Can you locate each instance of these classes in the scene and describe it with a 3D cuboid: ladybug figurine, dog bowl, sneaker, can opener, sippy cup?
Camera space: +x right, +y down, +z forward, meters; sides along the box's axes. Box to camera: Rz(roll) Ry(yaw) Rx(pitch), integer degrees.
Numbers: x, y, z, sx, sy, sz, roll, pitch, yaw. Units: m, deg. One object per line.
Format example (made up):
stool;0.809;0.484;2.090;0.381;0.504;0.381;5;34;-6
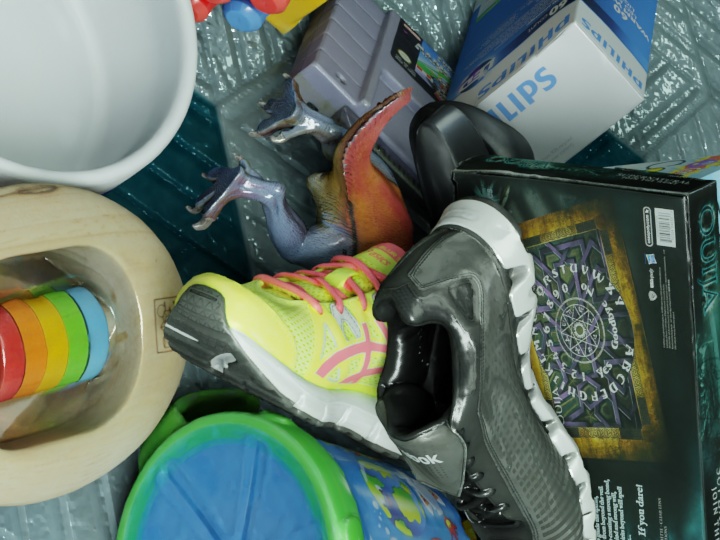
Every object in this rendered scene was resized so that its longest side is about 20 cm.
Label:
ladybug figurine;-0.154;0.031;1.025;0.199;0.071;0.137;-7;95;-52
dog bowl;-0.178;-0.116;1.094;0.199;0.079;0.202;22;54;-33
sneaker;-0.015;0.023;1.077;0.200;0.078;0.091;26;89;-57
can opener;0.066;0.009;1.193;0.078;0.063;0.202;-31;111;-43
sneaker;0.048;0.075;1.059;0.090;0.066;0.202;-32;115;-39
sippy cup;-0.021;0.136;1.071;0.130;0.139;0.180;10;72;-51

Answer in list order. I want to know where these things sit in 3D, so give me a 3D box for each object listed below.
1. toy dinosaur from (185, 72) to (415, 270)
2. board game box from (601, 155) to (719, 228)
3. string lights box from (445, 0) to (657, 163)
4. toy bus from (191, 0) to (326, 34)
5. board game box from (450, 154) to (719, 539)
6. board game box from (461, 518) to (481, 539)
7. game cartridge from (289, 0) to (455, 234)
toy dinosaur;0.000;0.000;1.147;0.181;0.199;0.105;40;73;-29
board game box;0.143;0.055;1.152;0.105;0.102;0.202;-22;104;-48
string lights box;0.106;-0.125;1.299;0.059;0.103;0.200;45;26;-14
toy bus;-0.021;-0.209;1.211;0.135;0.200;0.193;39;54;-16
board game box;0.108;0.051;1.087;0.028;0.135;0.202;-22;113;-44
board game box;0.134;0.222;1.211;0.164;0.057;0.202;4;66;-40
game cartridge;0.046;-0.063;1.275;0.200;0.038;0.130;44;30;-15
